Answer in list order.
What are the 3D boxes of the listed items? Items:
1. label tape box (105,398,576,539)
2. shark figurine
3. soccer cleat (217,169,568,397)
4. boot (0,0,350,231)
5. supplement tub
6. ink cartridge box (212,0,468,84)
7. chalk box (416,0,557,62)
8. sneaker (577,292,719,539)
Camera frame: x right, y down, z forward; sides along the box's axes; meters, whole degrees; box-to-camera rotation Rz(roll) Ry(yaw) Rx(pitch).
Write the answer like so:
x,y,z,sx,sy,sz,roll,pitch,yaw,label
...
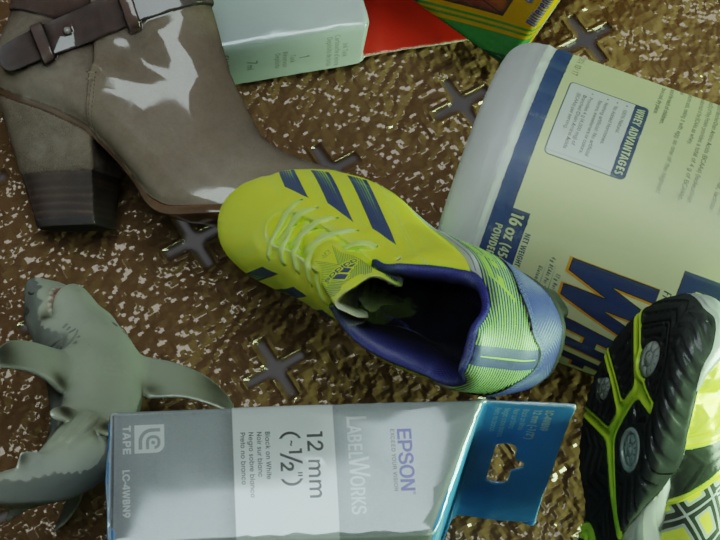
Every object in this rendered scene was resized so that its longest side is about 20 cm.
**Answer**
x,y,z,sx,sy,sz,roll,pitch,yaw,label
-0.010,0.114,0.865,0.199,0.143,0.066,0,63,-4,label tape box
-0.145,0.089,0.893,0.128,0.090,0.215,26,28,5,shark figurine
0.000,-0.001,0.865,0.200,0.084,0.065,25,106,37,soccer cleat
-0.091,-0.095,0.986,0.199,0.070,0.147,-1,84,6,boot
0.144,-0.014,0.939,0.199,0.145,0.145,20,64,7,supplement tub
-0.022,-0.207,1.082,0.173,0.044,0.201,-11,65,-7,ink cartridge box
0.046,-0.232,1.016,0.200,0.125,0.124,34,54,1,chalk box
0.143,0.104,0.882,0.076,0.201,0.075,2,22,-16,sneaker
